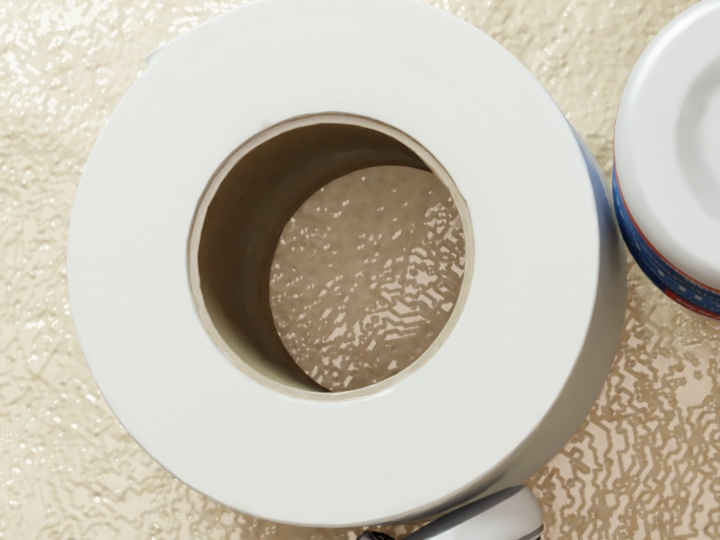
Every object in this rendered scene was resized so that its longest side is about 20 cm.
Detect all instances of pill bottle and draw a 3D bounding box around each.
[{"bbox_3d":[0.150,-0.036,1.044,0.112,0.200,0.112,-1,84,6],"label":"pill bottle"}]

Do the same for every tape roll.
[{"bbox_3d":[0.000,0.000,1.080,0.202,0.139,0.203,-1,85,10],"label":"tape roll"}]

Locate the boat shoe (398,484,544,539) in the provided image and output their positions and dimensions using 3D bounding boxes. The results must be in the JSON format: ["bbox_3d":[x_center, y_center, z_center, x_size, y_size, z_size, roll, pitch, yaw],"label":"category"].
[{"bbox_3d":[-0.007,0.156,1.039,0.200,0.070,0.066,-33,90,1],"label":"boat shoe"}]

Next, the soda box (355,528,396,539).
[{"bbox_3d":[-0.044,0.194,1.106,0.200,0.071,0.063,-43,81,0],"label":"soda box"}]
